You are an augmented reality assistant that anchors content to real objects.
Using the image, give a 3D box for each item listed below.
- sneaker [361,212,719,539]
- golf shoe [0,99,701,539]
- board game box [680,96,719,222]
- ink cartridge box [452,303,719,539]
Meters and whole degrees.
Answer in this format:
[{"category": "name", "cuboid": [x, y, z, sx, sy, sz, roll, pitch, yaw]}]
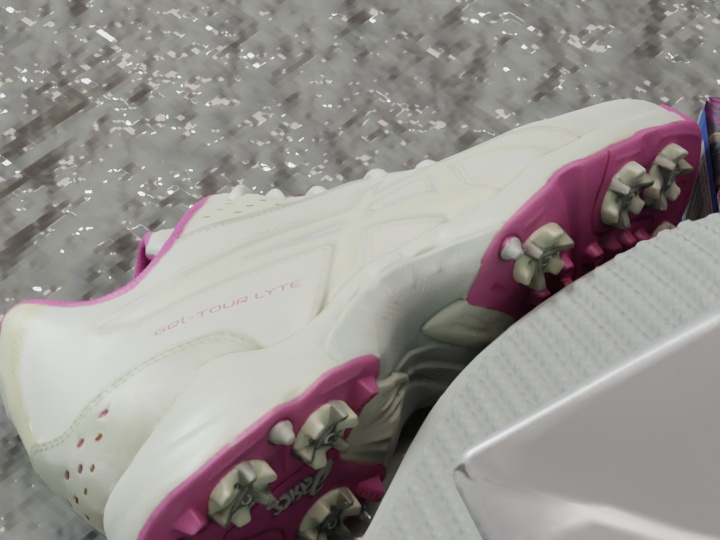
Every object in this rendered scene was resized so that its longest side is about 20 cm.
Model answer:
[{"category": "sneaker", "cuboid": [0.049, 0.071, 0.660, 0.074, 0.082, 0.200, -1, 41, 49]}, {"category": "golf shoe", "cuboid": [0.000, 0.000, 0.723, 0.091, 0.076, 0.200, 36, 49, 29]}, {"category": "board game box", "cuboid": [0.185, 0.044, 0.727, 0.198, 0.043, 0.200, 5, 44, -6]}, {"category": "ink cartridge box", "cuboid": [0.085, 0.031, 0.507, 0.116, 0.200, 0.067, -29, 86, 4]}]
